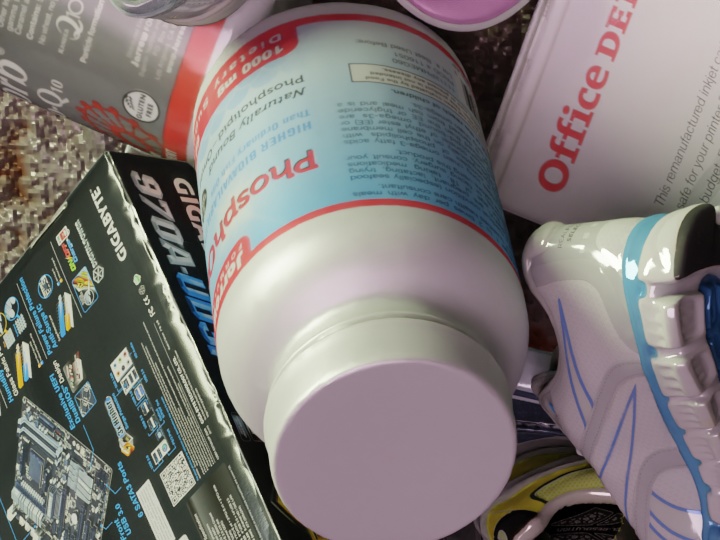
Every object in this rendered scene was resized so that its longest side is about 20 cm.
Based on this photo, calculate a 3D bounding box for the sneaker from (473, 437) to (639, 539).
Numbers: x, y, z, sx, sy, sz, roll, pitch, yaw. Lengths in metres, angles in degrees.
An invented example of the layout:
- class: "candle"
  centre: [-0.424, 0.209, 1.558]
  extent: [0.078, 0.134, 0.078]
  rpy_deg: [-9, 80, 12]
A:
- class: "sneaker"
  centre: [0.144, 0.112, 1.126]
  extent: [0.199, 0.076, 0.076]
  rpy_deg: [0, 109, 1]

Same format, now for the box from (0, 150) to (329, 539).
- class: "box"
  centre: [-0.088, 0.081, 1.038]
  extent: [0.159, 0.046, 0.201]
  rpy_deg: [-49, 53, 31]

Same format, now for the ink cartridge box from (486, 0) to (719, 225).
- class: "ink cartridge box"
  centre: [0.161, -0.065, 1.062]
  extent: [0.199, 0.085, 0.146]
  rpy_deg: [22, 114, 4]

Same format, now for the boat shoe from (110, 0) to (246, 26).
- class: "boat shoe"
  centre: [-0.028, -0.177, 0.986]
  extent: [0.074, 0.065, 0.202]
  rpy_deg: [36, 101, 4]

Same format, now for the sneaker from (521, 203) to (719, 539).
- class: "sneaker"
  centre: [0.108, 0.058, 0.986]
  extent: [0.086, 0.075, 0.201]
  rpy_deg: [7, 128, 35]

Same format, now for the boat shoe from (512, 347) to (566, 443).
- class: "boat shoe"
  centre: [0.008, 0.068, 1.061]
  extent: [0.199, 0.071, 0.092]
  rpy_deg: [6, 87, 22]

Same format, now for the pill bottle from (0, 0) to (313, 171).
- class: "pill bottle"
  centre: [-0.124, -0.126, 1.097]
  extent: [0.199, 0.116, 0.116]
  rpy_deg: [23, 114, 6]

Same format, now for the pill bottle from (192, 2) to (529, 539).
- class: "pill bottle"
  centre: [0.000, 0.000, 0.970]
  extent: [0.108, 0.200, 0.109]
  rpy_deg: [-4, 127, -5]

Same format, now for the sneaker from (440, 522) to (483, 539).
- class: "sneaker"
  centre: [-0.029, 0.136, 1.194]
  extent: [0.199, 0.066, 0.091]
  rpy_deg: [-23, 100, 19]

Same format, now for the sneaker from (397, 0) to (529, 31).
- class: "sneaker"
  centre: [0.007, -0.173, 1.068]
  extent: [0.080, 0.088, 0.201]
  rpy_deg: [-28, 79, -1]

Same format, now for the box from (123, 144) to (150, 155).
- class: "box"
  centre: [-0.055, 0.066, 1.135]
  extent: [0.158, 0.048, 0.201]
  rpy_deg: [20, 90, 16]
